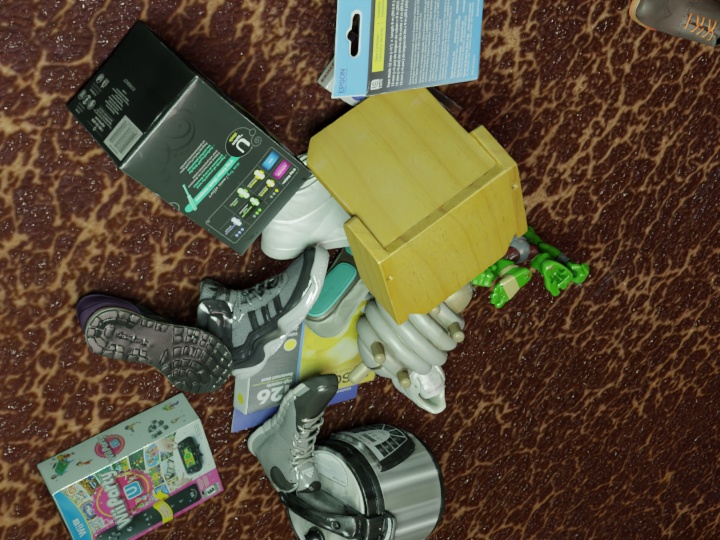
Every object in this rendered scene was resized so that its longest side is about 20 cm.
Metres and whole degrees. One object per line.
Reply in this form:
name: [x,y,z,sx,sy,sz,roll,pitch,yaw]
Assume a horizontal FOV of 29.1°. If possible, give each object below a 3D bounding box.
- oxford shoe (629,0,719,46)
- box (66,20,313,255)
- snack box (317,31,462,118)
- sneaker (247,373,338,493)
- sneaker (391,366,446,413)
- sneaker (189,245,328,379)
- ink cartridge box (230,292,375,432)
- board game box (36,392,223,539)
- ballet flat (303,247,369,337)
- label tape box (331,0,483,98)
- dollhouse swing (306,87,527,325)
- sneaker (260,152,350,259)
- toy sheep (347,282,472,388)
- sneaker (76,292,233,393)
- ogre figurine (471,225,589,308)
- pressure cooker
oxford shoe: [0.435,-0.332,1.808,0.200,0.073,0.071,0,122,-36]
box: [-0.177,-0.136,1.457,0.124,0.149,0.200,-49,136,4]
snack box: [0.038,-0.208,1.648,0.200,0.024,0.072,27,103,-44]
sneaker: [-0.067,0.222,1.786,0.075,0.116,0.200,-8,151,-37]
sneaker: [0.079,0.110,1.865,0.075,0.100,0.200,-30,133,-13]
sneaker: [-0.128,0.034,1.641,0.114,0.076,0.200,31,113,-18]
ink cartridge box: [-0.068,0.120,1.807,0.197,0.047,0.200,-13,126,-29]
board game box: [-0.285,0.262,1.742,0.200,0.064,0.148,-26,133,-16]
ballet flat: [0.000,0.000,1.736,0.200,0.067,0.064,-50,142,-13]
label tape box: [0.042,-0.278,1.550,0.200,0.066,0.144,-12,117,-30]
dollhouse swing: [0.057,-0.085,1.622,0.200,0.176,0.182,-37,145,-14]
sneaker: [-0.024,-0.090,1.658,0.200,0.074,0.116,-18,134,-23]
toy sheep: [0.059,0.074,1.745,0.200,0.138,0.138,-38,137,8]
sneaker: [-0.237,0.074,1.612,0.200,0.088,0.076,29,98,-35]
ogre figurine: [0.200,-0.020,1.841,0.200,0.120,0.098,-19,135,-22]
pressure cooker: [-0.004,0.309,1.882,0.200,0.179,0.176,-6,157,-44]
